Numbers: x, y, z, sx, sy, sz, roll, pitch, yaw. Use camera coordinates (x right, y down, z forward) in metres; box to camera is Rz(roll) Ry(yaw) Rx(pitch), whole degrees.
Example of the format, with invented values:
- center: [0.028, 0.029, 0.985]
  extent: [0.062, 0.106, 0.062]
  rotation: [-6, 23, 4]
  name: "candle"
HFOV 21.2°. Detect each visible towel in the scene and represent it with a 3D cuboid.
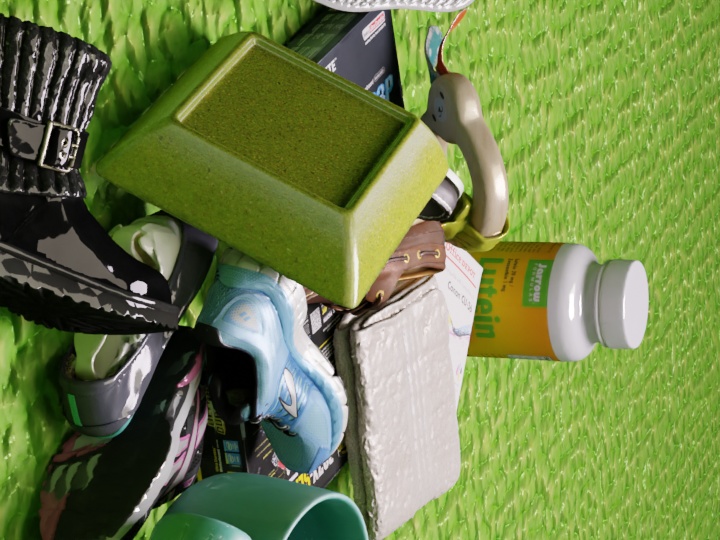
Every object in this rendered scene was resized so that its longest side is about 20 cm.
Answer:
- center: [0.031, 0.112, 1.582]
  extent: [0.132, 0.034, 0.200]
  rotation: [-29, 120, -48]
  name: "towel"

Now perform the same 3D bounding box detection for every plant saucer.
- center: [-0.049, -0.087, 1.323]
  extent: [0.200, 0.200, 0.048]
  rotation: [-55, 171, -51]
  name: "plant saucer"

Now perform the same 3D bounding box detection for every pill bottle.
- center: [0.162, 0.028, 1.800]
  extent: [0.111, 0.200, 0.111]
  rotation: [2, 90, -66]
  name: "pill bottle"

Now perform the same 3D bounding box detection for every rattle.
- center: [0.040, -0.105, 1.599]
  extent: [0.130, 0.143, 0.200]
  rotation: [-125, -156, -71]
  name: "rattle"

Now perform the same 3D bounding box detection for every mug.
- center: [-0.080, 0.197, 1.259]
  extent: [0.152, 0.114, 0.185]
  rotation: [-48, 138, -47]
  name: "mug"

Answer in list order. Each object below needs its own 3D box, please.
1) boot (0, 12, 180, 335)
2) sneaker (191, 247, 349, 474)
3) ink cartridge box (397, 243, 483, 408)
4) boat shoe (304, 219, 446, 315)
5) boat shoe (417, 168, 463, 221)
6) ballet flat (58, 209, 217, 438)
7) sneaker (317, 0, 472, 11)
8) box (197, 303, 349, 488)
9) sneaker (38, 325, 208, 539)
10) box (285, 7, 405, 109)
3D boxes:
- center: [-0.175, -0.053, 1.148]
  extent: [0.211, 0.079, 0.158]
  rotation: [28, 66, -50]
  name: "boot"
- center: [-0.073, 0.078, 1.326]
  extent: [0.090, 0.078, 0.200]
  rotation: [-55, 142, -31]
  name: "sneaker"
- center: [0.052, 0.031, 1.714]
  extent: [0.116, 0.067, 0.200]
  rotation: [42, 54, -58]
  name: "ink cartridge box"
- center: [0.000, 0.000, 1.474]
  extent: [0.200, 0.072, 0.068]
  rotation: [-26, 95, -45]
  name: "boat shoe"
- center: [-0.020, -0.071, 1.431]
  extent: [0.072, 0.201, 0.061]
  rotation: [132, -27, -57]
  name: "boat shoe"
- center: [-0.148, 0.015, 1.267]
  extent: [0.073, 0.073, 0.200]
  rotation: [64, 38, -46]
  name: "ballet flat"
- center: [-0.008, -0.259, 1.551]
  extent: [0.200, 0.114, 0.073]
  rotation: [7, 116, -39]
  name: "sneaker"
- center: [-0.065, 0.106, 1.484]
  extent: [0.200, 0.049, 0.160]
  rotation: [-44, 134, -58]
  name: "box"
- center: [-0.141, 0.130, 1.278]
  extent: [0.200, 0.080, 0.086]
  rotation: [-62, 146, -43]
  name: "sneaker"
- center: [-0.022, -0.117, 1.564]
  extent: [0.200, 0.046, 0.159]
  rotation: [-51, 138, -53]
  name: "box"
